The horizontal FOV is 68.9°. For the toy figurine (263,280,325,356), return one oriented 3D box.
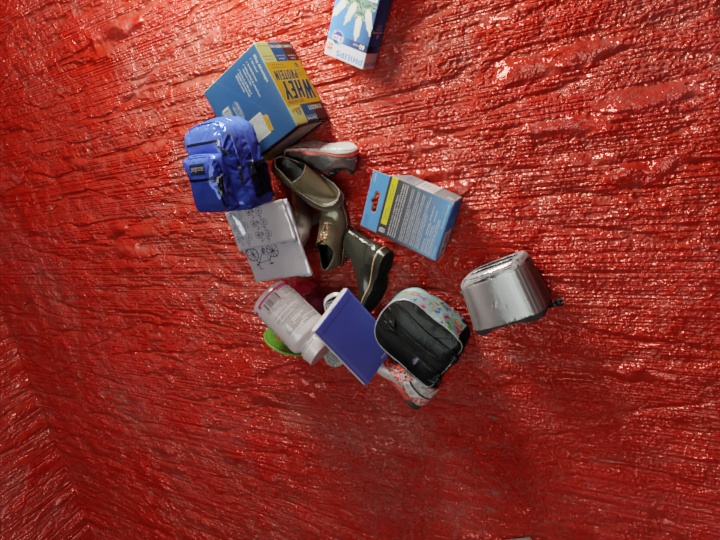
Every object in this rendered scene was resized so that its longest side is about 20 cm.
[{"bbox_3d":[-0.147,0.121,1.420,0.197,0.150,0.186,17,111,0],"label":"toy figurine"}]

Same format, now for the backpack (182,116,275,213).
[{"bbox_3d":[-0.299,-0.234,1.161,0.160,0.168,0.203,-2,109,24],"label":"backpack"}]

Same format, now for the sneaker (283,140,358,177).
[{"bbox_3d":[-0.097,-0.260,1.248,0.198,0.077,0.083,11,122,28],"label":"sneaker"}]

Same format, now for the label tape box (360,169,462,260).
[{"bbox_3d":[0.112,-0.132,1.178,0.198,0.063,0.146,27,122,19],"label":"label tape box"}]

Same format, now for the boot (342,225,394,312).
[{"bbox_3d":[0.000,0.000,1.310,0.138,0.077,0.202,37,123,27],"label":"boot"}]

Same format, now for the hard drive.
[{"bbox_3d":[-0.012,0.161,1.264,0.200,0.132,0.025,49,154,-24],"label":"hard drive"}]

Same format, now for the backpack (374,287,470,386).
[{"bbox_3d":[0.139,0.141,1.223,0.199,0.151,0.178,35,122,5],"label":"backpack"}]

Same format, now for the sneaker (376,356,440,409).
[{"bbox_3d":[0.113,0.254,1.341,0.201,0.067,0.108,45,125,4],"label":"sneaker"}]

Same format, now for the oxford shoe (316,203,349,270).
[{"bbox_3d":[-0.074,-0.096,1.299,0.070,0.075,0.203,7,113,31],"label":"oxford shoe"}]

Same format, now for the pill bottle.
[{"bbox_3d":[-0.158,0.130,1.296,0.200,0.113,0.114,43,126,13],"label":"pill bottle"}]

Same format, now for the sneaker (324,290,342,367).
[{"bbox_3d":[-0.055,0.150,1.383,0.077,0.079,0.203,7,105,5],"label":"sneaker"}]

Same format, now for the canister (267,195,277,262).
[{"bbox_3d":[-0.225,-0.100,1.353,0.202,0.086,0.148,65,169,-11],"label":"canister"}]

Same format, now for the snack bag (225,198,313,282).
[{"bbox_3d":[-0.223,-0.064,1.273,0.186,0.021,0.202,-7,111,29],"label":"snack bag"}]

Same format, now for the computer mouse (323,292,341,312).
[{"bbox_3d":[-0.029,0.137,1.317,0.108,0.044,0.202,-16,109,12],"label":"computer mouse"}]

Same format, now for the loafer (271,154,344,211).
[{"bbox_3d":[-0.130,-0.207,1.239,0.198,0.070,0.076,29,88,5],"label":"loafer"}]

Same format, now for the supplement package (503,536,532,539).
[{"bbox_3d":[0.375,0.800,1.374,0.199,0.121,0.121,-29,94,37],"label":"supplement package"}]

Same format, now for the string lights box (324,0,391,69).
[{"bbox_3d":[0.002,-0.533,1.078,0.102,0.059,0.202,28,122,17],"label":"string lights box"}]

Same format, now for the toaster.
[{"bbox_3d":[0.308,0.045,1.103,0.199,0.113,0.130,-23,95,38],"label":"toaster"}]

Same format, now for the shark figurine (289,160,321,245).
[{"bbox_3d":[-0.138,-0.159,1.329,0.088,0.128,0.218,-10,80,3],"label":"shark figurine"}]

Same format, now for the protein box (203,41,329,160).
[{"bbox_3d":[-0.220,-0.387,1.229,0.199,0.135,0.200,-25,97,36],"label":"protein box"}]
